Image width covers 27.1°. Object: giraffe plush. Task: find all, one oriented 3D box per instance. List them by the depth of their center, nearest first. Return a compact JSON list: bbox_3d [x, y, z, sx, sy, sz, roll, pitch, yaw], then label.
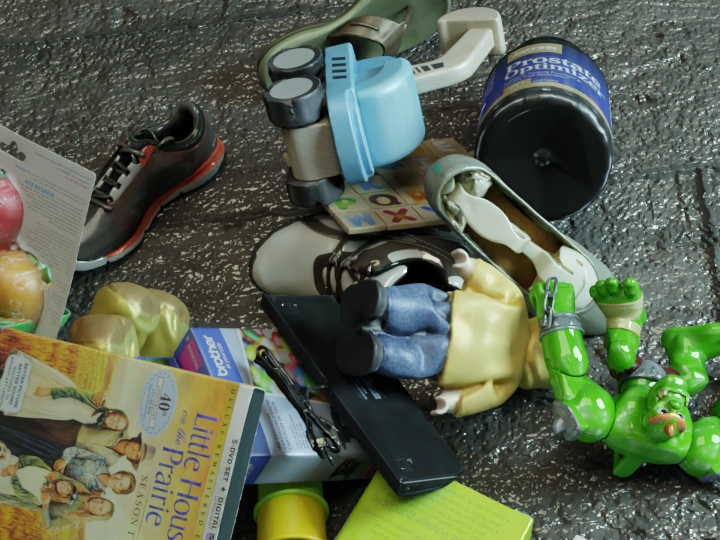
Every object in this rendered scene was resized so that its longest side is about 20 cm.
[{"bbox_3d":[-0.221,0.118,1.156,0.161,0.172,0.202,-9,83,18],"label":"giraffe plush"}]

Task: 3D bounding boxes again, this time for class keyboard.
[{"bbox_3d":[-0.017,0.088,1.090,0.127,0.021,0.200,2,39,-44],"label":"keyboard"}]

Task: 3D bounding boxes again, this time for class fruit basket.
[{"bbox_3d":[-0.301,-0.018,1.251,0.184,0.094,0.201,25,103,30],"label":"fruit basket"}]

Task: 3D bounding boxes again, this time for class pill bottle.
[{"bbox_3d":[0.155,-0.128,1.256,0.111,0.113,0.200,-4,25,9],"label":"pill bottle"}]

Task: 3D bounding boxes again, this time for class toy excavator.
[{"bbox_3d":[0.028,-0.149,1.247,0.198,0.100,0.195,-10,31,5],"label":"toy excavator"}]

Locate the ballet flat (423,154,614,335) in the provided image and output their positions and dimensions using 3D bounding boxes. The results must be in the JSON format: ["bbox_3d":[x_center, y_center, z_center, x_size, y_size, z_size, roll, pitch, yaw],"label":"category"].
[{"bbox_3d":[0.129,-0.012,1.161,0.067,0.200,0.064,-49,9,7],"label":"ballet flat"}]

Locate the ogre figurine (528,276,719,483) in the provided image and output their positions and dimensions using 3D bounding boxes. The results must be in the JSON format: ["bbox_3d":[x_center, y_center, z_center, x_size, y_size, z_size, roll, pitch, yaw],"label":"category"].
[{"bbox_3d":[0.217,0.086,1.101,0.098,0.199,0.121,-27,43,51],"label":"ogre figurine"}]

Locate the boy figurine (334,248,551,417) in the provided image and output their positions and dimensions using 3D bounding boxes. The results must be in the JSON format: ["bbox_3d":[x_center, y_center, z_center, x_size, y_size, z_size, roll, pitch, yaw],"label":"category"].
[{"bbox_3d":[0.082,0.048,1.124,0.199,0.064,0.125,7,82,-30],"label":"boy figurine"}]

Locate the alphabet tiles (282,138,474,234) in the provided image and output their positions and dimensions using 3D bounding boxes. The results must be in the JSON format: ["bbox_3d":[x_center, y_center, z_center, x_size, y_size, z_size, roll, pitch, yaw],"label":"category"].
[{"bbox_3d":[0.053,-0.076,1.272,0.199,0.008,0.167,-7,27,-20],"label":"alphabet tiles"}]

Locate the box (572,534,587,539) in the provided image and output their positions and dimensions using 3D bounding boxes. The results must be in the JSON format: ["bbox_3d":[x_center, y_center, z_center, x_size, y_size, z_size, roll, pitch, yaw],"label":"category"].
[{"bbox_3d":[0.159,0.268,0.997,0.118,0.042,0.200,22,60,28],"label":"box"}]

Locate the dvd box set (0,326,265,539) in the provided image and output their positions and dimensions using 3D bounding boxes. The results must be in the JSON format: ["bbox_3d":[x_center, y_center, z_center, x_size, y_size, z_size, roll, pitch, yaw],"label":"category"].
[{"bbox_3d":[-0.175,0.130,1.026,0.199,0.029,0.147,12,84,18],"label":"dvd box set"}]

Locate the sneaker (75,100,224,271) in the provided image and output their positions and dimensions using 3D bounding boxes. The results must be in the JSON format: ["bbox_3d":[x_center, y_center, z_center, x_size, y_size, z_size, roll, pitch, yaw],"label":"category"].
[{"bbox_3d":[-0.212,-0.085,1.350,0.077,0.082,0.200,29,61,31],"label":"sneaker"}]

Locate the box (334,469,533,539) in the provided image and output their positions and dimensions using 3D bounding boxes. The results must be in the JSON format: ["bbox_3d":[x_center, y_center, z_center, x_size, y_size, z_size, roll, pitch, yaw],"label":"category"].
[{"bbox_3d":[0.024,0.235,1.041,0.121,0.048,0.200,23,58,19],"label":"box"}]

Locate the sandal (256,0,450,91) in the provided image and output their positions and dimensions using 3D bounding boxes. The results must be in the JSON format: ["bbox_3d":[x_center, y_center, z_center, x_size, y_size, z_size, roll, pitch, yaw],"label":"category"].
[{"bbox_3d":[-0.001,-0.212,1.420,0.200,0.080,0.057,-28,44,0],"label":"sandal"}]

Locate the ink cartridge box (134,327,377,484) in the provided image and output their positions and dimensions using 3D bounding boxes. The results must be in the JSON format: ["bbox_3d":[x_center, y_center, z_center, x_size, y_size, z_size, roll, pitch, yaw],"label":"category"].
[{"bbox_3d":[-0.058,0.099,1.108,0.199,0.042,0.120,2,48,-35],"label":"ink cartridge box"}]

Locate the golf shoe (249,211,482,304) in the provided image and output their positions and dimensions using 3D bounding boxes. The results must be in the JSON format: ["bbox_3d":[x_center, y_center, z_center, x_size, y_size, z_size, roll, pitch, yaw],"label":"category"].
[{"bbox_3d":[0.000,0.000,1.209,0.198,0.078,0.095,-3,21,12],"label":"golf shoe"}]

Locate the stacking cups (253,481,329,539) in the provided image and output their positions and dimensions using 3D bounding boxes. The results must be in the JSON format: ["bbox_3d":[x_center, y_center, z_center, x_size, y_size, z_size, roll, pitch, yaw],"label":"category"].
[{"bbox_3d":[-0.058,0.136,1.144,0.060,0.061,0.201,-11,48,3],"label":"stacking cups"}]
